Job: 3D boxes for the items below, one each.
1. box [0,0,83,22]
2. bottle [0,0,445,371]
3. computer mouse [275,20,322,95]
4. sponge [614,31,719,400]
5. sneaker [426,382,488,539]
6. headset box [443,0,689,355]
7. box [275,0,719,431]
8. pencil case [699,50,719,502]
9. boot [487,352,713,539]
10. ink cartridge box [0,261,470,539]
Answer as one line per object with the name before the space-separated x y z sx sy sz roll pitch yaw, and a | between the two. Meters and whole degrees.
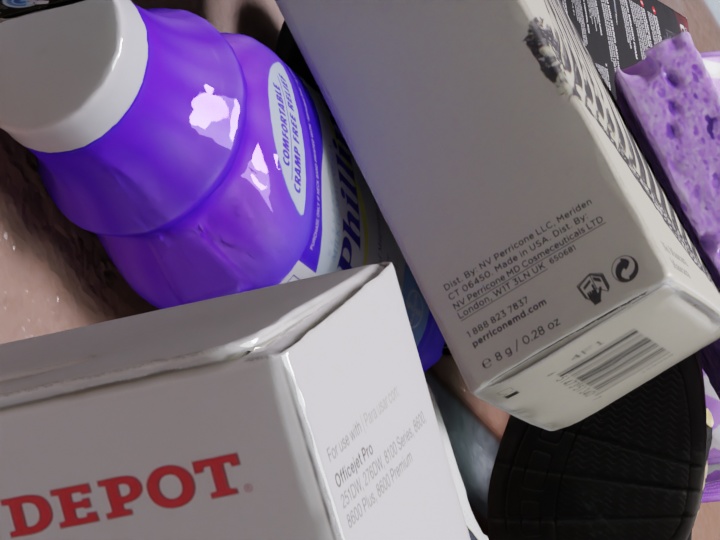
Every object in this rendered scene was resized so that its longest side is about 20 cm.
box | -0.084 -0.113 0.544 0.200 0.193 0.048 33 48 -59
bottle | -0.039 -0.025 0.774 0.200 0.065 0.084 39 37 -57
computer mouse | 0.000 0.000 0.915 0.059 0.034 0.201 -73 153 -79
sponge | 0.124 0.005 0.888 0.112 0.030 0.200 63 0 17
sneaker | 0.040 0.114 0.826 0.129 0.079 0.200 -15 94 -46
headset box | 0.085 -0.038 1.070 0.200 0.077 0.149 14 67 -67
box | 0.031 -0.057 0.799 0.200 0.068 0.082 64 14 19
pencil case | 0.144 -0.001 1.198 0.086 0.084 0.201 117 -33 -76
boot | 0.094 0.075 0.990 0.151 0.073 0.201 -63 158 -61
ink cartridge box | -0.042 0.112 0.592 0.084 0.144 0.201 -38 114 -67
